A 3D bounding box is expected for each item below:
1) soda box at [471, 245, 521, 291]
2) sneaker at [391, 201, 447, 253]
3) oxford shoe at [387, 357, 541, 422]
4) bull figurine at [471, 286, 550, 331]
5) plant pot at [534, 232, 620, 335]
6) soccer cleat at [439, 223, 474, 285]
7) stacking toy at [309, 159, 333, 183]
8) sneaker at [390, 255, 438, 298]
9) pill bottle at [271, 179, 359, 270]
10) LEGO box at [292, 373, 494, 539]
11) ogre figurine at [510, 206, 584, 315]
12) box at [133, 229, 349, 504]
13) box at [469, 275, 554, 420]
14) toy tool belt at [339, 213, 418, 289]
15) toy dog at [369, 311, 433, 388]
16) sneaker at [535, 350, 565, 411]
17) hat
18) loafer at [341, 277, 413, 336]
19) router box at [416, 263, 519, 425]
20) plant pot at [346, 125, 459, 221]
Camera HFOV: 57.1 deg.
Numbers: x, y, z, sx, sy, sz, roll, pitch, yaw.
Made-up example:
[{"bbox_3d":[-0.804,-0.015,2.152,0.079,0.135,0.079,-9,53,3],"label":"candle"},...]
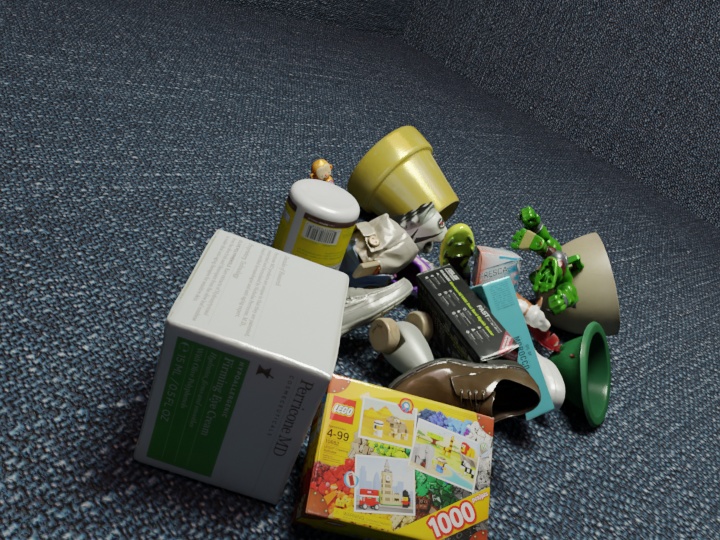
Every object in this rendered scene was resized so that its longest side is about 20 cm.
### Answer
[{"bbox_3d":[0.227,-0.003,1.122,0.068,0.064,0.200,9,7,7],"label":"soda box"},{"bbox_3d":[0.092,-0.063,1.278,0.074,0.199,0.089,-47,107,-28],"label":"sneaker"},{"bbox_3d":[0.128,0.152,0.815,0.197,0.074,0.084,-7,14,-8],"label":"oxford shoe"},{"bbox_3d":[0.231,0.063,1.154,0.198,0.066,0.121,11,-4,13],"label":"bull figurine"},{"bbox_3d":[0.413,0.038,1.300,0.133,0.202,0.201,-12,27,9],"label":"plant pot"},{"bbox_3d":[0.172,-0.030,1.220,0.064,0.201,0.084,-11,56,1],"label":"soccer cleat"},{"bbox_3d":[-0.060,-0.106,1.144,0.115,0.201,0.110,-30,51,-25],"label":"stacking toy"},{"bbox_3d":[0.059,-0.016,1.197,0.199,0.081,0.088,35,15,21],"label":"sneaker"},{"bbox_3d":[-0.080,-0.027,1.002,0.108,0.202,0.110,17,28,-10],"label":"pill bottle"},{"bbox_3d":[0.039,0.218,0.729,0.198,0.077,0.150,16,60,-11],"label":"LEGO box"},{"bbox_3d":[0.342,-0.006,1.187,0.119,0.098,0.201,26,25,-46],"label":"ogre figurine"},{"bbox_3d":[-0.127,0.103,0.742,0.169,0.200,0.201,19,29,-7],"label":"box"},{"bbox_3d":[0.215,0.114,0.978,0.049,0.202,0.082,-17,-3,-15],"label":"box"},{"bbox_3d":[0.000,0.000,1.080,0.125,0.200,0.123,43,60,1],"label":"toy tool belt"},{"bbox_3d":[0.071,0.153,0.950,0.131,0.097,0.201,14,44,-21],"label":"toy dog"},{"bbox_3d":[0.239,0.154,1.070,0.114,0.074,0.200,11,20,-18],"label":"sneaker"},{"bbox_3d":[0.320,0.168,1.127,0.174,0.168,0.199,-3,12,33],"label":"hat"},{"bbox_3d":[-0.014,0.052,0.972,0.198,0.070,0.070,-25,82,-21],"label":"loafer"},{"bbox_3d":[0.152,0.110,0.980,0.061,0.151,0.201,-17,42,-15],"label":"router box"},{"bbox_3d":[0.104,-0.171,1.418,0.189,0.201,0.200,48,34,12],"label":"plant pot"}]
